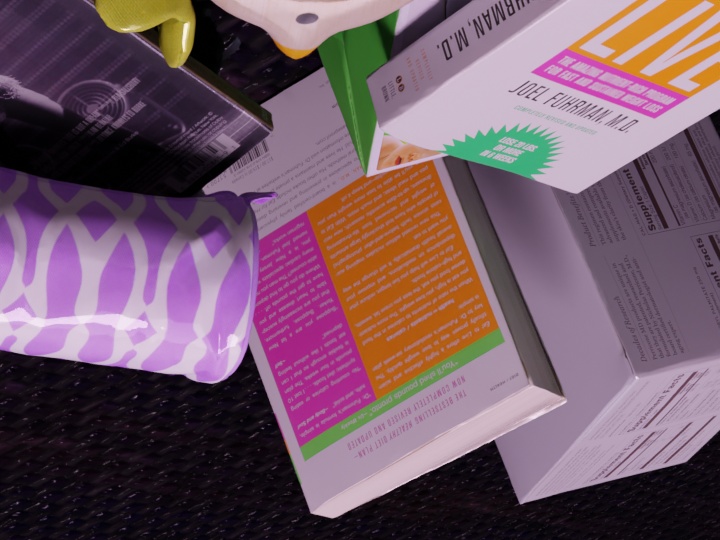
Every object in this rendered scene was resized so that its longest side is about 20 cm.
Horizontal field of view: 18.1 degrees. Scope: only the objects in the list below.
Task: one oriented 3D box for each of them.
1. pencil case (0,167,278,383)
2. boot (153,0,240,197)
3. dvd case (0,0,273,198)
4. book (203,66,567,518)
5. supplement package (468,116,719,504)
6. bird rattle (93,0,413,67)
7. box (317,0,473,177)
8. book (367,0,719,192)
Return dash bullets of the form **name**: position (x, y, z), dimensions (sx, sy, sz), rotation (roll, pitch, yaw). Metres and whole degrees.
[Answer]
- **pencil case**: position (-0.138, -0.008, 0.933), dimensions (0.198, 0.086, 0.084), rotation (11, 170, -20)
- **boot**: position (-0.155, -0.052, 1.007), dimensions (0.196, 0.074, 0.163), rotation (-3, 146, -19)
- **dvd case**: position (-0.157, -0.069, 0.931), dimensions (0.148, 0.016, 0.199), rotation (-36, 131, 26)
- **book**: position (0.000, 0.000, 1.094), dimensions (0.133, 0.201, 0.048), rotation (-29, 157, 19)
- **supplement package**: position (0.119, -0.007, 1.186), dimensions (0.110, 0.201, 0.156), rotation (-10, 156, -25)
- **bird rattle**: position (-0.015, -0.158, 0.793), dimensions (0.200, 0.113, 0.163), rotation (-40, 137, 6)
- **box**: position (0.078, -0.147, 0.973), dimensions (0.175, 0.097, 0.200), rotation (-14, 156, -14)
- **book**: position (0.117, -0.105, 0.908), dimensions (0.199, 0.048, 0.133), rotation (-33, 151, 34)
